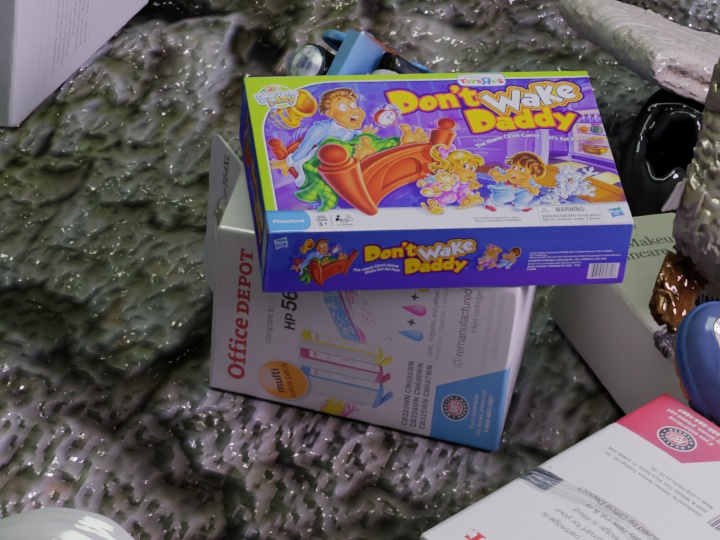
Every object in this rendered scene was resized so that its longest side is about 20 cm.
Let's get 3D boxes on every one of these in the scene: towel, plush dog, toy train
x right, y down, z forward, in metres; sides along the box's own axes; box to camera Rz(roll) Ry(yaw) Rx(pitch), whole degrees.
[{"bbox_3d":[0.239,-0.131,1.871,0.199,0.035,0.133,17,14,-32],"label":"towel"},{"bbox_3d":[0.266,-0.017,1.586,0.171,0.200,0.161,16,61,16],"label":"plush dog"},{"bbox_3d":[0.039,-0.080,1.724,0.114,0.087,0.200,22,-7,45],"label":"toy train"}]

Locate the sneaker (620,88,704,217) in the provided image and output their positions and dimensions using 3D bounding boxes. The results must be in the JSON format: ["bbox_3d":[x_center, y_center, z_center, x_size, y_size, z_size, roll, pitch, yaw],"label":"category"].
[{"bbox_3d":[0.204,-0.075,1.812,0.076,0.091,0.200,10,33,5],"label":"sneaker"}]

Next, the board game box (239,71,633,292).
[{"bbox_3d":[0.038,-0.051,1.558,0.199,0.045,0.135,-2,42,-9],"label":"board game box"}]

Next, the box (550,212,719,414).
[{"bbox_3d":[0.192,0.051,1.648,0.082,0.069,0.200,-9,38,-24],"label":"box"}]

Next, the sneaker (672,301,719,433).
[{"bbox_3d":[0.253,0.089,1.513,0.075,0.088,0.200,-41,88,-24],"label":"sneaker"}]

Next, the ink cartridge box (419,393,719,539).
[{"bbox_3d":[0.142,0.165,1.462,0.145,0.085,0.200,34,42,32],"label":"ink cartridge box"}]

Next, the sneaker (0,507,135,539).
[{"bbox_3d":[-0.122,0.180,1.400,0.199,0.075,0.100,16,34,13],"label":"sneaker"}]

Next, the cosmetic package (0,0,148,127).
[{"bbox_3d":[-0.250,-0.230,1.883,0.167,0.167,0.200,19,37,16],"label":"cosmetic package"}]

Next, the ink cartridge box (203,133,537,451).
[{"bbox_3d":[0.000,0.000,1.629,0.199,0.129,0.125,11,41,7],"label":"ink cartridge box"}]
